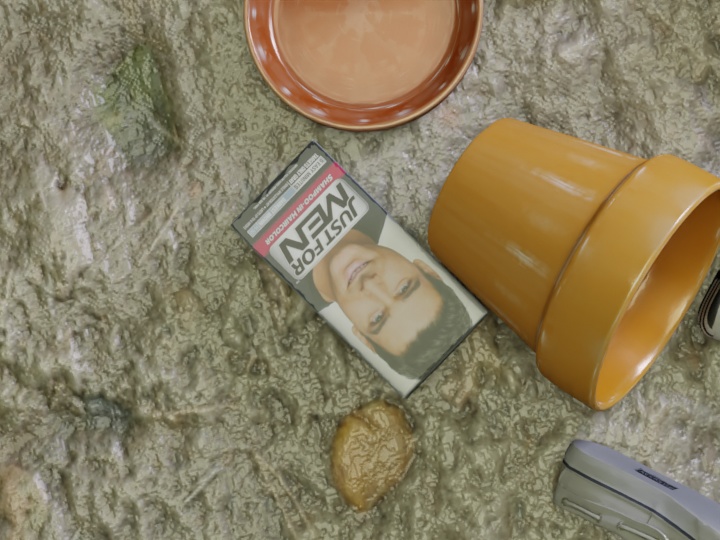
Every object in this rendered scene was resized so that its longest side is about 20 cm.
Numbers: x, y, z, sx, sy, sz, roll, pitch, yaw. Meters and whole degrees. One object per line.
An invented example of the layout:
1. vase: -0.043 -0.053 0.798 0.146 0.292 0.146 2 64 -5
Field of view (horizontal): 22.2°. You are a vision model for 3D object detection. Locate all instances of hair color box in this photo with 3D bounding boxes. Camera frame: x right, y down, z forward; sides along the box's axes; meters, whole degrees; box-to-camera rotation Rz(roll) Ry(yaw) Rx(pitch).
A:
1. hair color box: 0.000 0.000 1.496 0.200 0.061 0.099 44 89 5

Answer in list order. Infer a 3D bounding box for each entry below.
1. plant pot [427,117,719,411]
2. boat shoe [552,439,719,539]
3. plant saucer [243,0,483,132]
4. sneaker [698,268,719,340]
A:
1. plant pot: 0.160 -0.022 1.432 0.183 0.200 0.201 31 88 21
2. boat shoe: 0.235 0.202 1.434 0.199 0.072 0.066 27 103 30
3. plant saucer: 0.003 -0.214 1.527 0.199 0.032 0.202 0 85 4
4. sneaker: 0.363 -0.017 1.474 0.115 0.075 0.201 27 96 -1
